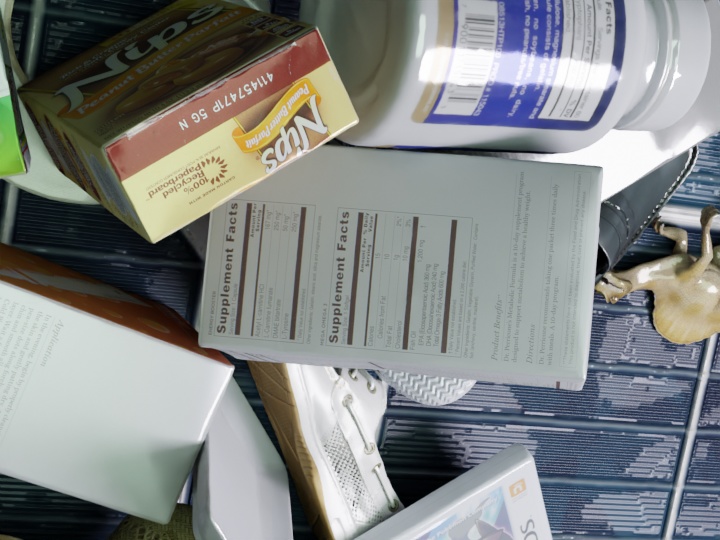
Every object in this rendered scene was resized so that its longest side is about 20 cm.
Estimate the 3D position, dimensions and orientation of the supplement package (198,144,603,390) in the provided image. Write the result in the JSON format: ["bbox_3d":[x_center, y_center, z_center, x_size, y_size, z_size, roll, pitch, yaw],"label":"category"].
[{"bbox_3d":[0.024,-0.002,0.924,0.198,0.114,0.111,5,84,6],"label":"supplement package"}]

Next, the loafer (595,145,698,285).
[{"bbox_3d":[0.143,-0.023,1.099,0.200,0.070,0.068,-41,116,-8],"label":"loafer"}]

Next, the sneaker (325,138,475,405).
[{"bbox_3d":[0.000,0.000,1.044,0.075,0.115,0.200,-37,80,-3],"label":"sneaker"}]

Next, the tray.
[{"bbox_3d":[-0.069,0.127,0.985,0.022,0.200,0.108,-26,114,7],"label":"tray"}]

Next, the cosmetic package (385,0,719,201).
[{"bbox_3d":[0.124,-0.094,1.053,0.199,0.107,0.091,-34,114,-13],"label":"cosmetic package"}]

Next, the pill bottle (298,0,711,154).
[{"bbox_3d":[0.079,-0.121,0.908,0.198,0.119,0.121,0,104,-32],"label":"pill bottle"}]

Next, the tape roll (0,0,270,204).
[{"bbox_3d":[-0.148,-0.138,0.962,0.201,0.037,0.205,-7,107,-22],"label":"tape roll"}]

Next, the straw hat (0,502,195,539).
[{"bbox_3d":[-0.108,0.180,0.998,0.201,0.200,0.085,50,62,-26],"label":"straw hat"}]

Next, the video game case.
[{"bbox_3d":[0.040,0.224,1.120,0.199,0.023,0.183,-29,131,-14],"label":"video game case"}]

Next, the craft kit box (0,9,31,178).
[{"bbox_3d":[-0.281,-0.132,0.879,0.198,0.049,0.199,-9,105,-6],"label":"craft kit box"}]

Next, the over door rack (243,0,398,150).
[{"bbox_3d":[-0.002,-0.181,0.969,0.200,0.066,0.148,47,61,-25],"label":"over door rack"}]

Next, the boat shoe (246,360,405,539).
[{"bbox_3d":[-0.018,0.081,1.062,0.069,0.071,0.201,-25,122,-15],"label":"boat shoe"}]

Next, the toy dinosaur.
[{"bbox_3d":[0.245,0.011,1.171,0.199,0.058,0.102,21,110,-19],"label":"toy dinosaur"}]

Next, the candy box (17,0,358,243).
[{"bbox_3d":[-0.092,-0.082,0.868,0.115,0.200,0.056,-30,113,-13],"label":"candy box"}]

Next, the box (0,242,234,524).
[{"bbox_3d":[-0.189,0.047,0.945,0.199,0.124,0.098,23,94,-27],"label":"box"}]
